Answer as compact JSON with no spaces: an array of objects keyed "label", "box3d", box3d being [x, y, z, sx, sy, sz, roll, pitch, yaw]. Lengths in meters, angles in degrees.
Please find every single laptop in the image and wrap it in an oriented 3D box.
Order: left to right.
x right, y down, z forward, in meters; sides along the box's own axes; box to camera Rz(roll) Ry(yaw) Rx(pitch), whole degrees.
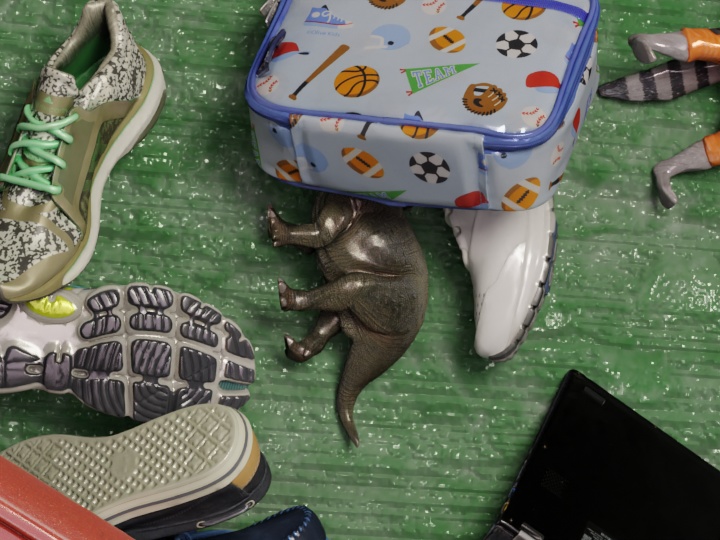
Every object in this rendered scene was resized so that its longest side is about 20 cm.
[{"label":"laptop","box3d":[0.143,0.205,1.390,0.187,0.116,0.201,35,51,-6]}]

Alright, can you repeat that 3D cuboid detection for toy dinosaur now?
[{"label":"toy dinosaur","box3d":[0.000,0.000,1.351,0.101,0.077,0.202,-9,83,-4]}]

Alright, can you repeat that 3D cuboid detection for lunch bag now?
[{"label":"lunch bag","box3d":[0.034,-0.115,1.319,0.198,0.076,0.161,11,51,16]}]

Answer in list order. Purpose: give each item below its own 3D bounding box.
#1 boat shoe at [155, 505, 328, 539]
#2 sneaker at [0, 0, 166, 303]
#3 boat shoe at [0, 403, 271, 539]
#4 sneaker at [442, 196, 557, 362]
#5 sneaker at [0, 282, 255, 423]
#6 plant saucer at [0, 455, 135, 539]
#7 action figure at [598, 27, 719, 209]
[{"label":"boat shoe","box3d":[-0.113,0.182,1.307,0.199,0.084,0.069,-29,102,-14]},{"label":"sneaker","box3d":[-0.176,-0.073,1.290,0.076,0.089,0.201,11,56,16]},{"label":"boat shoe","box3d":[-0.139,0.126,1.290,0.199,0.062,0.075,-16,52,23]},{"label":"sneaker","box3d":[0.078,-0.044,1.381,0.086,0.075,0.202,3,77,2]},{"label":"sneaker","box3d":[-0.157,0.038,1.316,0.198,0.080,0.078,11,93,-5]},{"label":"plant saucer","box3d":[-0.203,0.205,1.208,0.199,0.037,0.201,32,77,-3]},{"label":"action figure","box3d":[0.243,-0.156,1.399,0.192,0.104,0.201,-27,115,-17]}]
